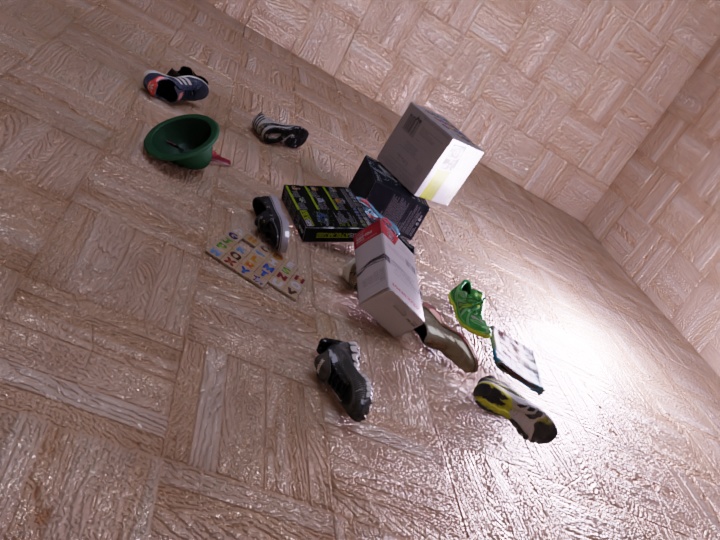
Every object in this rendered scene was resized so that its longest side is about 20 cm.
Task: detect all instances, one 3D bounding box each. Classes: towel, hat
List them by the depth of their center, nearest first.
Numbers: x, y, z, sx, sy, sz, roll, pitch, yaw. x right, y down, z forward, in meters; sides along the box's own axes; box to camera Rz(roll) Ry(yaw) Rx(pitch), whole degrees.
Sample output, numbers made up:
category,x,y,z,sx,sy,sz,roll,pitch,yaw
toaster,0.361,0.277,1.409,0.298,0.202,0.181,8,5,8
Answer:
category,x,y,z,sx,sy,sz,roll,pitch,yaw
hat,-0.386,-0.247,1.551,0.196,0.179,0.167,-21,49,-16
towel,0.390,0.219,1.671,0.145,0.022,0.201,32,23,-7

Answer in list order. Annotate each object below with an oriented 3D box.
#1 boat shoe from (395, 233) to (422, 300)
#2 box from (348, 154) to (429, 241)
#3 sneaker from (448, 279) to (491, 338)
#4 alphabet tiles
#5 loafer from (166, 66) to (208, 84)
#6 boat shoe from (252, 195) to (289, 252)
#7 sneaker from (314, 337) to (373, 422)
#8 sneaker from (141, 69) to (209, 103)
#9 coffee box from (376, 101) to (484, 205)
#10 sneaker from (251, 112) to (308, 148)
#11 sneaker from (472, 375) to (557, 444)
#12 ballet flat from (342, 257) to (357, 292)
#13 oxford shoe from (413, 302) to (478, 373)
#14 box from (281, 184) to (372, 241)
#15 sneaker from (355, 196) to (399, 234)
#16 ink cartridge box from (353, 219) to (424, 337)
category,x,y,z,sx,sy,sz,roll,pitch,yaw
boat shoe,0.110,-0.003,1.639,0.070,0.092,0.202,14,30,-38
box,0.082,-0.219,1.991,0.193,0.126,0.202,22,25,-21
sneaker,0.282,0.093,1.691,0.073,0.084,0.202,20,27,-29
alphabet tiles,-0.202,-0.013,1.351,0.197,0.008,0.168,33,23,-2
loafer,-0.497,-0.551,1.927,0.072,0.072,0.200,35,23,5
boat shoe,-0.203,-0.107,1.466,0.064,0.071,0.202,3,37,-21
sneaker,-0.037,0.180,1.124,0.089,0.068,0.201,21,22,-21
sneaker,-0.494,-0.488,1.813,0.197,0.076,0.085,-5,41,-42
coffee box,0.210,-0.346,1.993,0.195,0.202,0.200,6,35,-51
sneaker,-0.251,-0.443,2.040,0.116,0.076,0.198,46,28,25
sneaker,0.329,0.282,1.394,0.198,0.075,0.085,35,22,2
ballet flat,0.000,0.000,1.534,0.073,0.070,0.200,17,19,15
oxford shoe,0.176,0.159,1.464,0.073,0.072,0.200,-21,52,-38
box,-0.082,-0.143,1.654,0.188,0.048,0.201,-3,38,-25
sneaker,0.022,-0.126,1.782,0.197,0.080,0.096,30,25,-8
ink cartridge box,0.059,0.017,1.428,0.147,0.082,0.203,44,29,-38
